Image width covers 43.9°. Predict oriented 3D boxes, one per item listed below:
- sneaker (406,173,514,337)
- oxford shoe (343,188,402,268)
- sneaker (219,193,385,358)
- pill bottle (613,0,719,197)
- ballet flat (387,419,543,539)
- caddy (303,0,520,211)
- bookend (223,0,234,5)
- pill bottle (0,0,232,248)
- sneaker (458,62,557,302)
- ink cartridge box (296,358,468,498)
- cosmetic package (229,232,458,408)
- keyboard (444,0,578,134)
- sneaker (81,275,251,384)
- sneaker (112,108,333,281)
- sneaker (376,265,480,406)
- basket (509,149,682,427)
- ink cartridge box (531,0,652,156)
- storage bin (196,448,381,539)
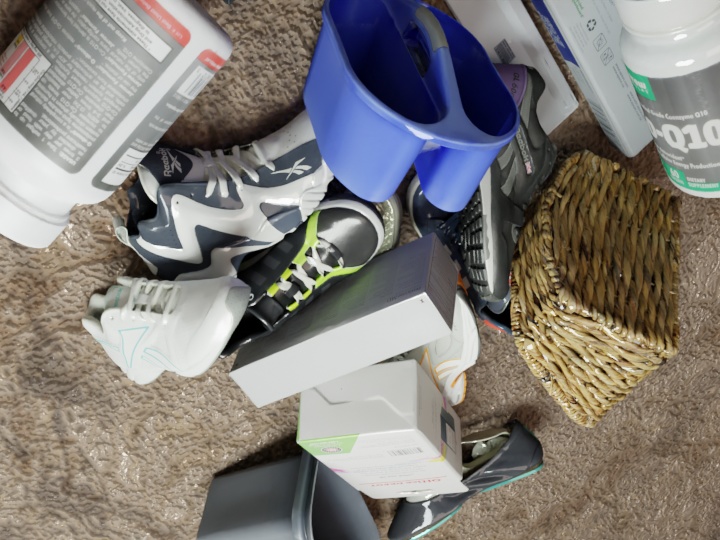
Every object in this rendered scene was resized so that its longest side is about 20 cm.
[{"bbox_3d":[0.114,-0.014,0.834,0.075,0.085,0.201,-39,125,2],"label":"sneaker"},{"bbox_3d":[0.000,0.000,0.809,0.073,0.058,0.203,10,124,0],"label":"oxford shoe"},{"bbox_3d":[-0.059,0.016,0.739,0.198,0.084,0.072,-33,121,26],"label":"sneaker"},{"bbox_3d":[0.279,-0.168,0.732,0.112,0.113,0.201,-36,125,0],"label":"pill bottle"},{"bbox_3d":[0.106,0.225,0.984,0.197,0.073,0.074,-29,126,2],"label":"ballet flat"},{"bbox_3d":[0.037,-0.139,0.669,0.138,0.202,0.106,4,134,-24],"label":"caddy"},{"bbox_3d":[-0.075,-0.309,0.537,0.198,0.092,0.201,-41,104,1],"label":"bookend"},{"bbox_3d":[-0.192,-0.121,0.619,0.200,0.116,0.115,-47,125,7],"label":"pill bottle"},{"bbox_3d":[0.130,-0.076,0.762,0.085,0.076,0.205,-3,92,-7],"label":"sneaker"},{"bbox_3d":[0.030,0.159,0.860,0.115,0.069,0.201,-9,149,17],"label":"ink cartridge box"},{"bbox_3d":[-0.014,0.045,0.758,0.197,0.083,0.051,-23,118,26],"label":"cosmetic package"},{"bbox_3d":[0.132,-0.197,0.786,0.056,0.011,0.200,-38,126,6],"label":"keyboard"},{"bbox_3d":[-0.159,0.040,0.700,0.080,0.198,0.071,40,53,-25],"label":"sneaker"},{"bbox_3d":[-0.113,-0.075,0.702,0.198,0.080,0.129,-40,135,14],"label":"sneaker"},{"bbox_3d":[0.057,0.074,0.840,0.090,0.077,0.202,-9,142,-8],"label":"sneaker"},{"bbox_3d":[0.196,0.013,0.822,0.140,0.203,0.150,23,141,-5],"label":"basket"},{"bbox_3d":[0.267,-0.239,0.791,0.199,0.041,0.200,-42,126,2],"label":"ink cartridge box"},{"bbox_3d":[-0.069,0.269,0.897,0.131,0.147,0.202,-11,127,15],"label":"storage bin"}]
